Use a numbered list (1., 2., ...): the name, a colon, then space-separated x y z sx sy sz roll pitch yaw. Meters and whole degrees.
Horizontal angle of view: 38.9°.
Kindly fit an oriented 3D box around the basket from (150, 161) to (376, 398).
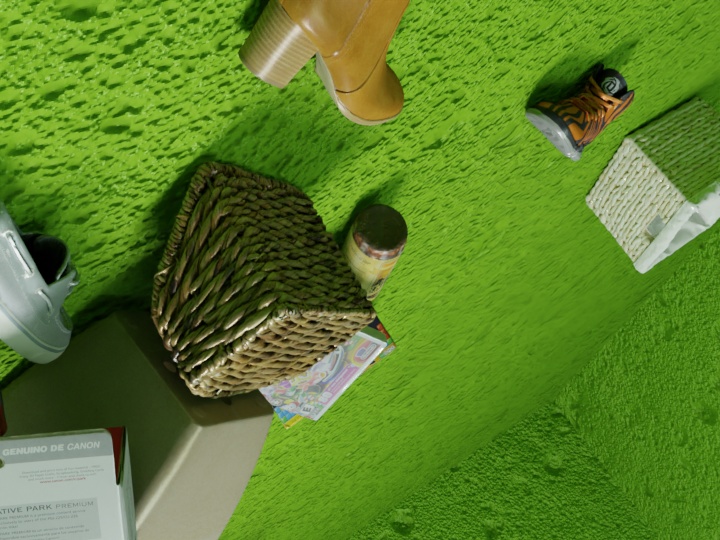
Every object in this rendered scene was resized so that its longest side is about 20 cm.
1. basket: -0.103 0.015 0.896 0.142 0.150 0.199 -36 165 18

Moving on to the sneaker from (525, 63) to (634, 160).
1. sneaker: 0.262 -0.197 1.206 0.112 0.078 0.200 -47 171 14

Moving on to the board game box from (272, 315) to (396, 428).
1. board game box: -0.046 0.121 1.286 0.164 0.057 0.200 -35 -179 -8

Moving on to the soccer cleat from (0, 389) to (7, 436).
1. soccer cleat: -0.311 0.074 0.732 0.068 0.074 0.200 -35 162 -8

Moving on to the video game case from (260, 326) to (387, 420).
1. video game case: -0.089 0.086 1.096 0.198 0.018 0.143 24 123 -29

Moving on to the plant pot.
1. plant pot: -0.200 0.147 0.939 0.178 0.200 0.199 -49 160 16

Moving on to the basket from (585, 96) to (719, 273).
1. basket: 0.503 -0.141 1.638 0.198 0.162 0.199 -28 160 -25

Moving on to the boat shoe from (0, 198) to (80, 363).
1. boat shoe: -0.235 0.007 0.723 0.071 0.071 0.201 -32 159 -7

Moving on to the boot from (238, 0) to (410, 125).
1. boot: 0.015 -0.184 0.742 0.144 0.071 0.200 -44 156 25

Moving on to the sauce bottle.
1. sauce bottle: 0.000 0.000 1.168 0.065 0.066 0.201 -28 164 -26

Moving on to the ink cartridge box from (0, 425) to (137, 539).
1. ink cartridge box: -0.270 0.181 0.758 0.196 0.084 0.179 -3 113 -9
